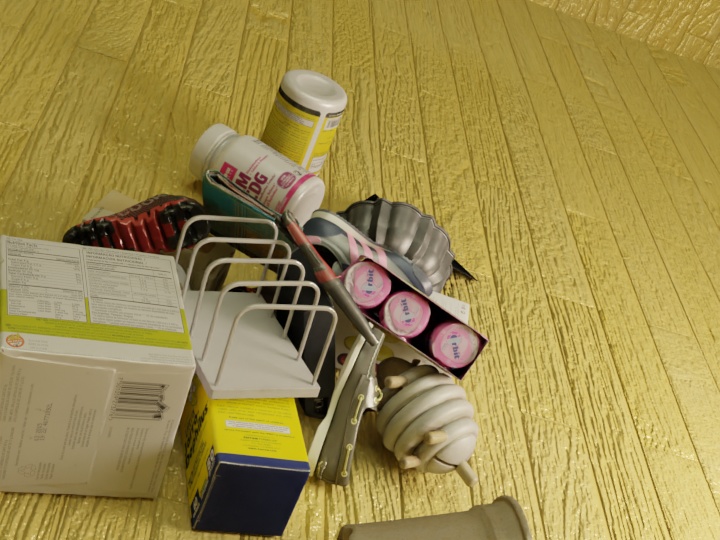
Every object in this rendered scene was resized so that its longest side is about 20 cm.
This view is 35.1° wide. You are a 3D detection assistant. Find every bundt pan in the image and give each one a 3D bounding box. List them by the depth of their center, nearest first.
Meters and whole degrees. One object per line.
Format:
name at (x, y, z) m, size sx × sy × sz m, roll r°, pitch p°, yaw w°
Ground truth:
bundt pan at (0.035, -0.004, 1.659) m, size 0.201 × 0.203 × 0.076 m, roll 21°, pitch 42°, yaw -4°

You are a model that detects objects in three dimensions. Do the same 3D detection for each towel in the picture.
towel at (-0.146, -0.058, 1.508) m, size 0.146 × 0.200 × 0.022 m, roll 32°, pitch 72°, yaw 3°

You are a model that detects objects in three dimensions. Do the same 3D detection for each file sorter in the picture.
file sorter at (-0.131, 0.040, 1.333) m, size 0.138 × 0.125 × 0.200 m, roll 2°, pitch 32°, yaw -31°

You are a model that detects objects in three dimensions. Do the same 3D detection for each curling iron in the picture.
curling iron at (-0.038, 0.007, 1.371) m, size 0.200 × 0.026 × 0.050 m, roll 52°, pitch 6°, yaw 0°

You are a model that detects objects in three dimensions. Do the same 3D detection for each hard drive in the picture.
hard drive at (-0.071, 0.085, 1.453) m, size 0.042 × 0.201 × 0.135 m, roll -13°, pitch 44°, yaw -17°

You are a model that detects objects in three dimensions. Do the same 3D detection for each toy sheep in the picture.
toy sheep at (0.083, 0.194, 1.451) m, size 0.137 × 0.138 × 0.201 m, roll -9°, pitch 58°, yaw -42°

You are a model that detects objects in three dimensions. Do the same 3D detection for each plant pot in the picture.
plant pot at (0.067, 0.335, 1.188) m, size 0.182 × 0.202 × 0.201 m, roll 3°, pitch 35°, yaw -10°

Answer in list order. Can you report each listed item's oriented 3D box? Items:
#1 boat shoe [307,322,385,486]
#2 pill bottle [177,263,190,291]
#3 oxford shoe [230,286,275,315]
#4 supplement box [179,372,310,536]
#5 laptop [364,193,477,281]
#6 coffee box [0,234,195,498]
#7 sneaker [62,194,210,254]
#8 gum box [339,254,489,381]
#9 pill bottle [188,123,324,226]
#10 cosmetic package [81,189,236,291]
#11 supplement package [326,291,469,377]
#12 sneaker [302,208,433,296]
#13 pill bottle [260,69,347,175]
boat shoe at (-0.008, 0.164, 1.398) m, size 0.060 × 0.203 × 0.072 m, roll 22°, pitch -13°, yaw 2°
pill bottle at (-0.321, 0.044, 1.415) m, size 0.199 × 0.116 × 0.116 m, roll -1°, pitch 39°, yaw -36°
oxford shoe at (-0.152, 0.052, 1.558) m, size 0.071 × 0.073 × 0.200 m, roll 32°, pitch 32°, yaw 15°
supplement box at (-0.140, 0.192, 1.318) m, size 0.109 × 0.109 × 0.201 m, roll 10°, pitch 33°, yaw -21°
laptop at (0.062, -0.023, 1.877) m, size 0.199 × 0.116 × 0.187 m, roll -33°, pitch 56°, yaw -21°
coffee box at (-0.309, 0.106, 1.247) m, size 0.199 × 0.201 × 0.198 m, roll 7°, pitch 35°, yaw -23°
sneaker at (-0.292, -0.052, 1.499) m, size 0.199 × 0.071 × 0.098 m, roll -14°, pitch 16°, yaw 1°
gum box at (0.058, 0.056, 1.467) m, size 0.199 × 0.066 × 0.113 m, roll 35°, pitch -2°, yaw -4°
pill bottle at (-0.166, -0.144, 1.805) m, size 0.199 × 0.114 × 0.113 m, roll 32°, pitch 32°, yaw 15°
cosmetic package at (-0.285, -0.026, 1.587) m, size 0.199 × 0.071 × 0.105 m, roll 24°, pitch 31°, yaw 0°
supplement package at (0.039, 0.085, 1.597) m, size 0.199 × 0.114 × 0.110 m, roll 19°, pitch 31°, yaw -4°
sneaker at (0.000, 0.000, 1.549) m, size 0.199 × 0.070 × 0.082 m, roll 30°, pitch 58°, yaw 8°
pill bottle at (-0.105, -0.219, 1.877) m, size 0.112 × 0.201 × 0.113 m, roll 17°, pitch 31°, yaw -11°
